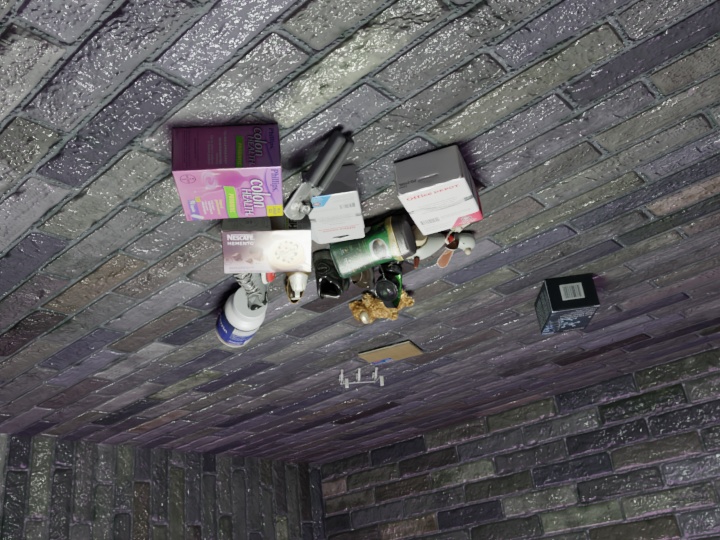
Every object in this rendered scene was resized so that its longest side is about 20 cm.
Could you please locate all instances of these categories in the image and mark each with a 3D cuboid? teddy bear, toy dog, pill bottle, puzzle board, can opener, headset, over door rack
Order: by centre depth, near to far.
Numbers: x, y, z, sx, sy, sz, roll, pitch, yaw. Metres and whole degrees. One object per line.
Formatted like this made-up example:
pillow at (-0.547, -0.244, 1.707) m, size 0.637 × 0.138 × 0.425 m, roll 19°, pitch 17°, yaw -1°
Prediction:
can opener at (-0.091, -0.189, 1.398) m, size 0.053 × 0.067 × 0.201 m, roll 19°, pitch 112°, yaw -44°
toy dog at (0.190, -0.051, 1.758) m, size 0.196 × 0.098 × 0.132 m, roll -9°, pitch 155°, yaw 5°
headset at (0.086, 0.017, 1.840) m, size 0.092 × 0.125 × 0.201 m, roll 0°, pitch 149°, yaw 19°
pill bottle at (-0.327, 0.125, 1.970) m, size 0.114 × 0.118 × 0.200 m, roll 4°, pitch 152°, yaw -23°
teddy bear at (0.062, 0.107, 2.090) m, size 0.197 × 0.068 × 0.145 m, roll -13°, pitch 152°, yaw 10°
puzzle board at (0.109, 0.296, 2.559) m, size 0.197 × 0.018 × 0.151 m, roll -16°, pitch 154°, yaw 20°
over door rack at (0.001, 0.397, 2.659) m, size 0.145 × 0.068 × 0.200 m, roll -3°, pitch 175°, yaw -9°

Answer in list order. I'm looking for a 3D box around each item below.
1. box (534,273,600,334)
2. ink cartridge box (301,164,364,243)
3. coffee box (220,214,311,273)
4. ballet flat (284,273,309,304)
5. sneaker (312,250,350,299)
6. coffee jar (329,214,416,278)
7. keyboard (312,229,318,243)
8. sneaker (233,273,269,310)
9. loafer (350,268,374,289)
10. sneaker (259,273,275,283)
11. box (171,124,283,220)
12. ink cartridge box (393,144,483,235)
box at (0.630, 0.107, 2.191) m, size 0.146 × 0.109 × 0.201 m, roll -8°, pitch 156°, yaw 1°
ink cartridge box at (-0.055, -0.139, 1.544) m, size 0.114 × 0.068 × 0.201 m, roll -8°, pitch 154°, yaw 2°
coffee box at (-0.208, -0.062, 1.589) m, size 0.196 × 0.080 × 0.115 m, roll 0°, pitch 124°, yaw -6°
ballet flat at (-0.167, 0.032, 1.867) m, size 0.067 × 0.073 × 0.201 m, roll -1°, pitch 154°, yaw -13°
sneaker at (-0.073, 0.037, 1.858) m, size 0.075 × 0.116 × 0.200 m, roll -9°, pitch 157°, yaw 9°
coffee jar at (0.031, -0.059, 1.684) m, size 0.197 × 0.086 × 0.106 m, roll -16°, pitch 111°, yaw 12°
keyboard at (-0.130, -0.108, 1.662) m, size 0.056 × 0.011 × 0.199 m, roll -14°, pitch 154°, yaw 26°
sneaker at (-0.276, 0.037, 1.797) m, size 0.074 × 0.117 × 0.200 m, roll -14°, pitch 154°, yaw 15°
loafer at (0.000, 0.000, 1.841) m, size 0.070 × 0.074 × 0.201 m, roll -6°, pitch 153°, yaw 1°
sneaker at (-0.207, -0.029, 1.730) m, size 0.083 × 0.078 × 0.201 m, roll -7°, pitch 156°, yaw -11°
box at (-0.249, -0.184, 1.365) m, size 0.196 × 0.098 × 0.177 m, roll -4°, pitch 154°, yaw -7°
ink cartridge box at (0.168, -0.168, 1.523) m, size 0.143 × 0.086 × 0.200 m, roll -15°, pitch 155°, yaw 16°
